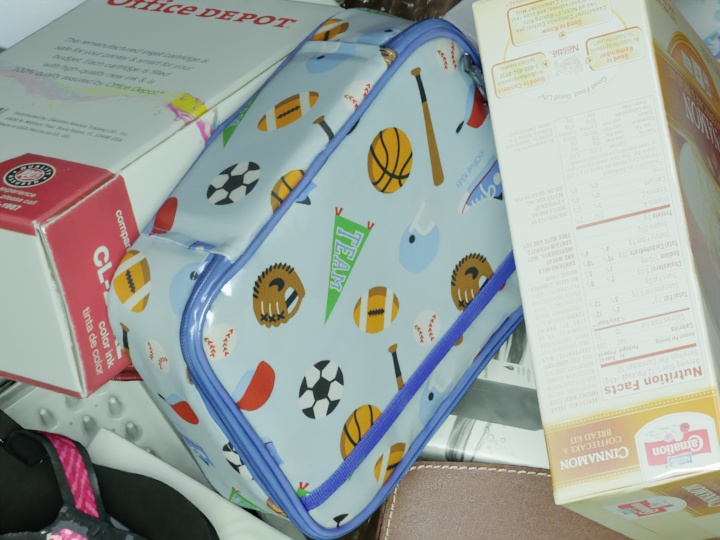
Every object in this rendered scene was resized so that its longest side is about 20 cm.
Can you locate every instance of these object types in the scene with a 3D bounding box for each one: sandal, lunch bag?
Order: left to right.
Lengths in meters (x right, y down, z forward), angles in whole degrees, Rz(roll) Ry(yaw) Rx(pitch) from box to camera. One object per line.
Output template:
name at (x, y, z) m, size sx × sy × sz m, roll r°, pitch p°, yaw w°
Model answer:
sandal at (-0.140, 0.097, 1.020) m, size 0.199 × 0.045 × 0.075 m, roll 24°, pitch 74°, yaw 37°
lunch bag at (0.000, 0.000, 0.994) m, size 0.075 × 0.161 × 0.200 m, roll 14°, pitch 55°, yaw 47°

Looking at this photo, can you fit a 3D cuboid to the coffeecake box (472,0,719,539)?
coffeecake box at (0.115, -0.001, 0.978) m, size 0.072 × 0.153 × 0.202 m, roll -14°, pitch 73°, yaw 18°

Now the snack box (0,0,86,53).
snack box at (-0.138, -0.191, 1.200) m, size 0.141 × 0.053 × 0.201 m, roll 20°, pitch 75°, yaw 6°

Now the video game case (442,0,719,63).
video game case at (0.168, -0.115, 1.136) m, size 0.182 × 0.024 × 0.200 m, roll 38°, pitch 59°, yaw 23°

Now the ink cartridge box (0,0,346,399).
ink cartridge box at (-0.108, -0.042, 1.038) m, size 0.145 × 0.083 × 0.200 m, roll 11°, pitch 36°, yaw 38°

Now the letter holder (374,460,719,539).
letter holder at (0.099, 0.170, 1.062) m, size 0.198 × 0.101 × 0.143 m, roll 10°, pitch 72°, yaw 5°

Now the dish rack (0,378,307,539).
dish rack at (-0.124, 0.131, 1.110) m, size 0.171 × 0.044 × 0.201 m, roll -35°, pitch 76°, yaw -7°

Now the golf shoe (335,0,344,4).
golf shoe at (-0.028, -0.148, 1.175) m, size 0.091 × 0.075 × 0.201 m, roll 23°, pitch 83°, yaw -8°

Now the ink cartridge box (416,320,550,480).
ink cartridge box at (0.075, 0.029, 1.111) m, size 0.198 × 0.084 × 0.145 m, roll 11°, pitch 74°, yaw 5°

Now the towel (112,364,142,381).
towel at (-0.171, -0.014, 1.102) m, size 0.198 × 0.023 × 0.145 m, roll 1°, pitch 57°, yaw -25°

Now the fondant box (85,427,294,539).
fondant box at (-0.070, 0.173, 1.005) m, size 0.199 × 0.058 × 0.145 m, roll 26°, pitch 75°, yaw 36°
